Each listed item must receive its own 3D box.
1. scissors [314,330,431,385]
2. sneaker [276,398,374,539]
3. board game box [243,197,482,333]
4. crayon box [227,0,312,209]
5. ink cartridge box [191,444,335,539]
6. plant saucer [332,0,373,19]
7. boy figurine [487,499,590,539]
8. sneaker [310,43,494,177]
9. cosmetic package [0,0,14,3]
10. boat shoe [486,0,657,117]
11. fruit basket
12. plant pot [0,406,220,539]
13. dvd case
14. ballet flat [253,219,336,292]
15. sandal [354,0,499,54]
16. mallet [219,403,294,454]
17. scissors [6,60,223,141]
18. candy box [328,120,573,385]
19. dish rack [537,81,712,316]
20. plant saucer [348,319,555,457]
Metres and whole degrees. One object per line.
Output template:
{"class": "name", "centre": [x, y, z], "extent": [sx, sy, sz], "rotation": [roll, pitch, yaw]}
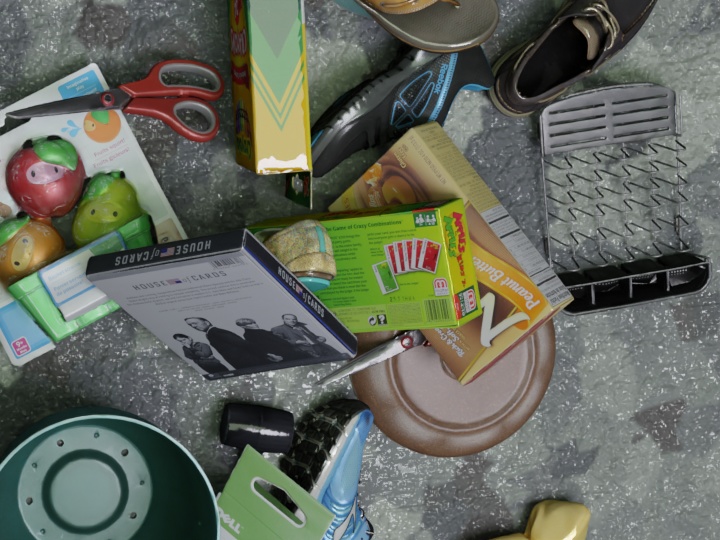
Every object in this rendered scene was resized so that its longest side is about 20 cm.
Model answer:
{"class": "scissors", "centre": [0.050, 0.053, 1.624], "extent": [0.199, 0.014, 0.074], "rotation": [-10, 99, -10]}
{"class": "sneaker", "centre": [-0.027, 0.211, 1.640], "extent": [0.090, 0.078, 0.201], "rotation": [14, 100, -28]}
{"class": "board game box", "centre": [0.000, 0.000, 1.560], "extent": [0.199, 0.048, 0.102], "rotation": [-5, 100, 31]}
{"class": "crayon box", "centre": [-0.078, -0.155, 1.546], "extent": [0.050, 0.127, 0.201], "rotation": [-5, 97, -12]}
{"class": "ink cartridge box", "centre": [-0.092, 0.253, 1.571], "extent": [0.104, 0.059, 0.201], "rotation": [37, 112, 20]}
{"class": "plant saucer", "centre": [0.034, -0.321, 1.598], "extent": [0.199, 0.036, 0.201], "rotation": [-1, 96, -12]}
{"class": "boy figurine", "centre": [0.139, 0.292, 1.682], "extent": [0.124, 0.064, 0.200], "rotation": [35, 88, -14]}
{"class": "sneaker", "centre": [0.032, -0.140, 1.600], "extent": [0.200, 0.073, 0.082], "rotation": [-40, 103, -5]}
{"class": "cosmetic package", "centre": [-0.234, -0.333, 1.493], "extent": [0.198, 0.123, 0.201], "rotation": [-10, 98, -11]}
{"class": "boat shoe", "centre": [0.204, -0.209, 1.630], "extent": [0.200, 0.073, 0.075], "rotation": [-44, 104, -4]}
{"class": "fruit basket", "centre": [-0.259, -0.047, 1.537], "extent": [0.185, 0.094, 0.201], "rotation": [-28, 99, -8]}
{"class": "plant pot", "centre": [-0.229, 0.207, 1.537], "extent": [0.199, 0.161, 0.202], "rotation": [-1, 96, -13]}
{"class": "dvd case", "centre": [-0.112, 0.032, 1.504], "extent": [0.150, 0.200, 0.025], "rotation": [-9, 57, 25]}
{"class": "ballet flat", "centre": [-0.096, 0.004, 1.555], "extent": [0.070, 0.199, 0.071], "rotation": [19, 62, -40]}
{"class": "sandal", "centre": [0.031, -0.256, 1.550], "extent": [0.200, 0.055, 0.082], "rotation": [36, 78, -8]}
{"class": "mallet", "centre": [-0.118, 0.215, 1.631], "extent": [0.066, 0.041, 0.201], "rotation": [17, 97, -13]}
{"class": "scissors", "centre": [-0.206, -0.150, 1.532], "extent": [0.199, 0.014, 0.074], "rotation": [4, 72, -28]}
{"class": "candy box", "centre": [0.077, -0.015, 1.573], "extent": [0.115, 0.055, 0.200], "rotation": [-42, 81, 30]}
{"class": "dish rack", "centre": [0.237, -0.069, 1.655], "extent": [0.153, 0.055, 0.201], "rotation": [-10, 108, -12]}
{"class": "plant saucer", "centre": [0.090, 0.076, 1.659], "extent": [0.199, 0.037, 0.202], "rotation": [-2, 96, -13]}
